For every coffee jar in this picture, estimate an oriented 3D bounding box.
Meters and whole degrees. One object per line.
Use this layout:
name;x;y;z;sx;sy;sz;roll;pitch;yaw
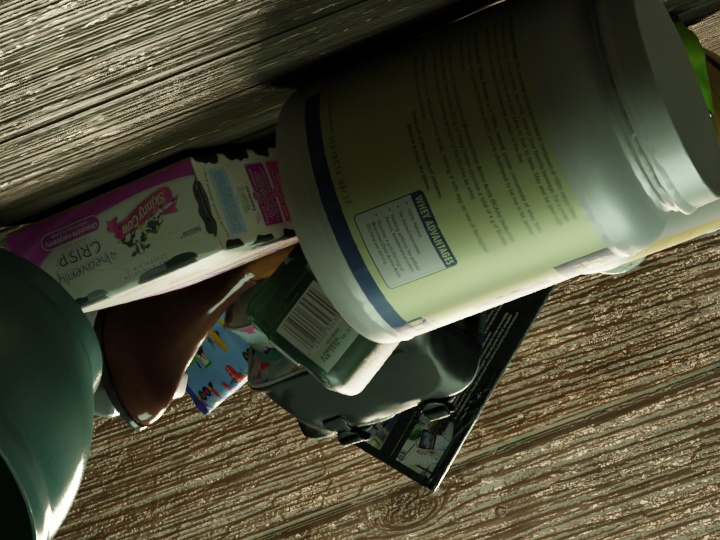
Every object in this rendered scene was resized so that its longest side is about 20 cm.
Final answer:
coffee jar;0.022;-0.024;1.456;0.200;0.085;0.104;-51;169;1

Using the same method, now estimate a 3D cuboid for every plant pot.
plant pot;-0.231;0.070;1.357;0.200;0.201;0.134;-23;-159;45

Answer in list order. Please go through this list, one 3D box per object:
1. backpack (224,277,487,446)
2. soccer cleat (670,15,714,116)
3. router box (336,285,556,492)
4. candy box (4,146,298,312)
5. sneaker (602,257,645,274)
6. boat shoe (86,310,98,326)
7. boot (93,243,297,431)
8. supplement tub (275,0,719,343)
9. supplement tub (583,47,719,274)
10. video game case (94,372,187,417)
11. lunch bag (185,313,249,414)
backpack;0.000;0.000;1.697;0.177;0.151;0.201;-22;-143;30
soccer cleat;0.153;-0.108;1.574;0.199;0.081;0.067;-19;177;-28
router box;0.044;0.048;1.836;0.201;0.149;0.051;-60;178;16
candy box;-0.109;-0.026;1.463;0.136;0.061;0.200;-21;179;22
sneaker;0.129;-0.091;1.850;0.202;0.147;0.077;30;121;-31
boat shoe;-0.250;0.045;1.899;0.199;0.070;0.066;-28;175;5
boot;-0.075;0.009;1.596;0.199;0.069;0.189;-20;-149;27
supplement tub;0.072;-0.060;1.222;0.199;0.146;0.145;-21;178;18
supplement tub;0.183;-0.079;1.708;0.200;0.146;0.145;-17;176;-45
video game case;-0.241;0.066;1.696;0.199;0.024;0.182;13;-176;11
lunch bag;-0.070;-0.004;1.874;0.200;0.094;0.151;-49;-175;-35
